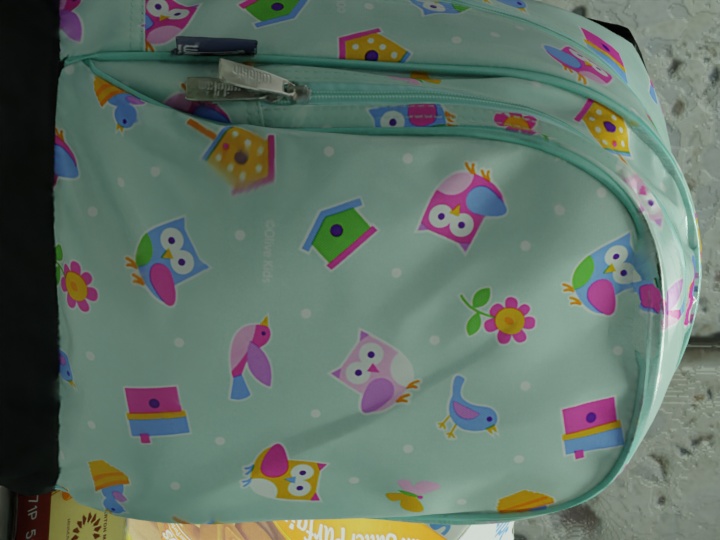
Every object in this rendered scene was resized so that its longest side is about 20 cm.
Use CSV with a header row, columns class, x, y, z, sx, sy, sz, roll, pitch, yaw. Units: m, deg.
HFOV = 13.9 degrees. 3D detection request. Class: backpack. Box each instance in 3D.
class,x,y,z,sx,sy,sz,roll,pitch,yaw
backpack,-0.011,-0.005,0.779,0.127,0.198,0.168,-90,-178,-58

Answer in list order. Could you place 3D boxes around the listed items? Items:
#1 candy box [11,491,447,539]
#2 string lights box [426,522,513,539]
class,x,y,z,sx,sy,sz,roll,pitch,yaw
candy box,-0.037,0.118,1.023,0.200,0.055,0.116,38,42,-43
string lights box,-0.024,0.058,1.270,0.059,0.200,0.103,-47,163,-20
